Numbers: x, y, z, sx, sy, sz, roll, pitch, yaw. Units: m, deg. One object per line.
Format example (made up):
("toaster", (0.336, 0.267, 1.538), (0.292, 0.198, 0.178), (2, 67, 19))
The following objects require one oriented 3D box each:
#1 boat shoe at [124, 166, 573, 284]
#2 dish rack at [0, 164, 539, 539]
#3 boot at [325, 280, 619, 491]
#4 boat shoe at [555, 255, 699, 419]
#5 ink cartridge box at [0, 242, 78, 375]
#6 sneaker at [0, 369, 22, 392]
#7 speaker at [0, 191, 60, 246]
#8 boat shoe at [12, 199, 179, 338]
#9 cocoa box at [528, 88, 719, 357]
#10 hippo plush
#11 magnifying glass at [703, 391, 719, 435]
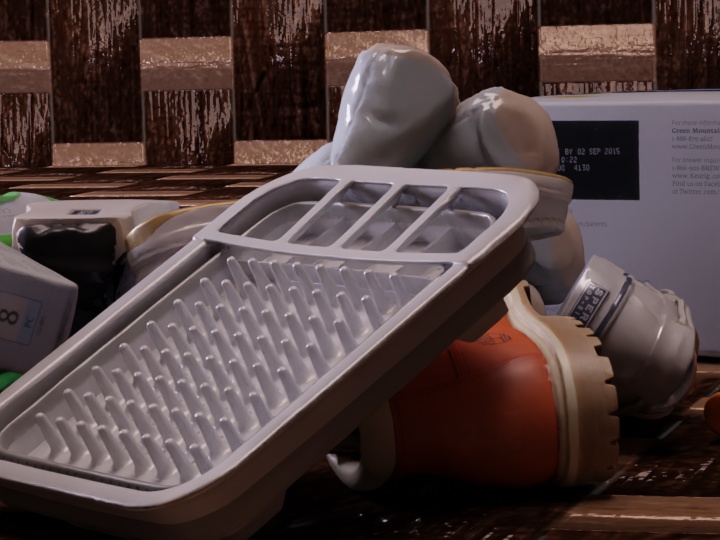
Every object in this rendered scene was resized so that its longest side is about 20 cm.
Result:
("boat shoe", (0.000, 0.000, 1.183), (0.200, 0.069, 0.071), (-10, -12, -9))
("dish rack", (-0.037, 0.033, 0.985), (0.200, 0.044, 0.172), (-39, 27, -29))
("boot", (0.023, 0.043, 1.070), (0.107, 0.075, 0.200), (-8, 8, -11))
("boat shoe", (0.113, 0.038, 1.172), (0.065, 0.074, 0.200), (29, 4, 5))
("ink cartridge box", (-0.235, -0.013, 1.125), (0.200, 0.047, 0.160), (16, 4, -26))
("sneaker", (-0.213, 0.027, 1.274), (0.200, 0.074, 0.084), (-6, 3, -42))
("speaker", (-0.242, 0.004, 1.466), (0.088, 0.089, 0.200), (4, 8, 44))
("boat shoe", (-0.125, 0.016, 1.267), (0.075, 0.093, 0.200), (0, 5, 6))
("cocoa box", (0.194, -0.028, 1.406), (0.200, 0.134, 0.131), (2, 6, 34))
("hippo plush", (0.007, 0.005, 1.305), (0.200, 0.159, 0.161), (-51, 4, -21))
("magnifying glass", (0.201, 0.050, 1.190), (0.079, 0.022, 0.200), (2, 7, 30))
